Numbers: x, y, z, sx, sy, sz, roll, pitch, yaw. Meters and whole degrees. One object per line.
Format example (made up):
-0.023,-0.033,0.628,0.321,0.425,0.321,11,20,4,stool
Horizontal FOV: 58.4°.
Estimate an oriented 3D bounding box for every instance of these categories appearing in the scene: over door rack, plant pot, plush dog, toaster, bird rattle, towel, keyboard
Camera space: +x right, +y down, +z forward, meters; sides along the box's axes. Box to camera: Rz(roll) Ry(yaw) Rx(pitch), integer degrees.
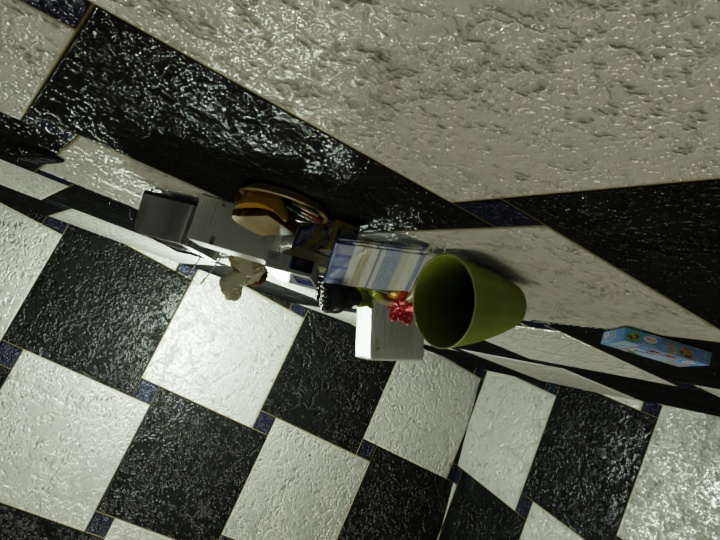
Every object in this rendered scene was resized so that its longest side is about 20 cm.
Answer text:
-0.398,-0.034,1.785,0.067,0.200,0.148,46,174,10,over door rack
0.242,0.067,1.334,0.198,0.190,0.186,5,179,-35,plant pot
-0.278,-0.038,1.639,0.158,0.202,0.172,-7,-168,6,plush dog
-0.443,-0.112,1.642,0.198,0.120,0.181,14,171,18,toaster
0.086,0.065,1.703,0.199,0.113,0.163,28,137,-17,bird rattle
0.031,-0.013,1.328,0.198,0.024,0.148,6,140,-12,towel
-0.828,-0.278,1.622,0.104,0.040,0.199,25,167,-41,keyboard

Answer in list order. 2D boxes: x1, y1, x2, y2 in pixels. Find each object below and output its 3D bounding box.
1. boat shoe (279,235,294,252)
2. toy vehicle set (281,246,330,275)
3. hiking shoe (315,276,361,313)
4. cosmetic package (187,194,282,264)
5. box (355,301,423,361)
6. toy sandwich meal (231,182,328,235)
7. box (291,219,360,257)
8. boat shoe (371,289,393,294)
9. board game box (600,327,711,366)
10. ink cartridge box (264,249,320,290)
-0.187,-0.048,1.680,0.066,0.074,0.200,17,170,4,boat shoe
-0.068,-0.007,1.416,0.198,0.027,0.124,17,172,-20,toy vehicle set
-0.042,0.051,1.435,0.099,0.077,0.200,4,-171,-12,hiking shoe
-0.285,-0.092,1.494,0.198,0.114,0.081,14,171,13,cosmetic package
0.089,0.176,1.987,0.169,0.203,0.199,4,174,-13,box
-0.163,-0.111,1.279,0.203,0.071,0.205,17,171,3,toy sandwich meal
-0.081,-0.064,1.404,0.064,0.071,0.199,21,170,-27,box
0.000,0.000,1.619,0.198,0.072,0.068,26,164,-4,boat shoe
0.696,0.184,1.531,0.198,0.037,0.151,17,171,4,board game box
-0.139,0.001,1.362,0.098,0.040,0.200,14,171,1,ink cartridge box
